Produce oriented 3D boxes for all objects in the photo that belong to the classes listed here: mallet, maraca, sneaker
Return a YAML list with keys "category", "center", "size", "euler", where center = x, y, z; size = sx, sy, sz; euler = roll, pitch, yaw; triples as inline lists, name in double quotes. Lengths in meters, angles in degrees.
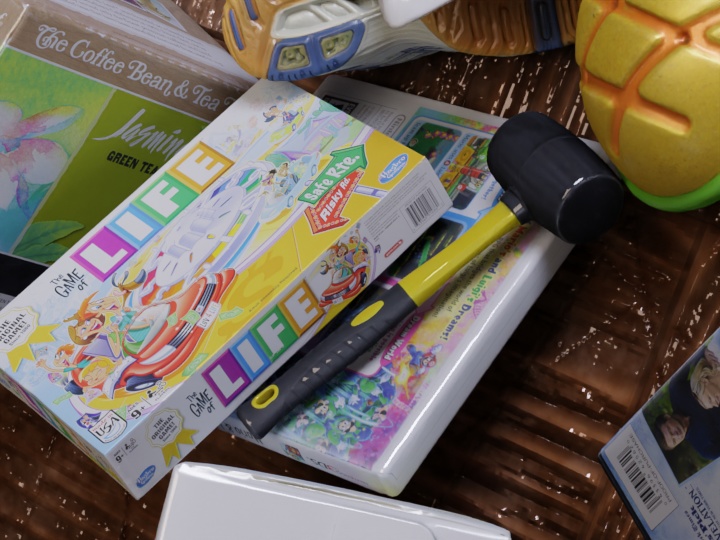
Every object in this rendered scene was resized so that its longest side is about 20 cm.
- category: "mallet"
  center: [0.023, 0.001, 1.113]
  size: [0.200, 0.041, 0.066]
  euler: [-34, 43, 1]
- category: "maraca"
  center: [0.153, -0.123, 1.084]
  size: [0.137, 0.107, 0.201]
  euler: [-16, 63, 52]
- category: "sneaker"
  center: [0.035, -0.138, 1.199]
  size: [0.199, 0.088, 0.076]
  euler: [-5, 96, 13]

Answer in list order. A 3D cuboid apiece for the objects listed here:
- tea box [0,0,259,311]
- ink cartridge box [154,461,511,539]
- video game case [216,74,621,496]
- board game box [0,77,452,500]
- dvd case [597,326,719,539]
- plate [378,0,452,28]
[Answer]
- category: "tea box"
  center: [-0.183, -0.062, 1.264]
  size: [0.134, 0.200, 0.197]
  euler: [43, 106, 36]
- category: "ink cartridge box"
  center: [-0.025, 0.165, 1.067]
  size: [0.144, 0.200, 0.146]
  euler: [12, 85, -2]
- category: "video game case"
  center: [0.000, 0.000, 1.166]
  size: [0.182, 0.024, 0.200]
  euler: [18, 61, 38]
- category: "board game box"
  center: [-0.071, 0.002, 1.154]
  size: [0.200, 0.034, 0.134]
  euler: [-43, 40, -13]
- category: "dvd case"
  center: [0.171, 0.087, 0.948]
  size: [0.143, 0.018, 0.200]
  euler: [60, 148, 17]
- category: "plate"
  center: [0.078, -0.219, 1.135]
  size: [0.199, 0.032, 0.200]
  euler: [-29, 38, 13]
